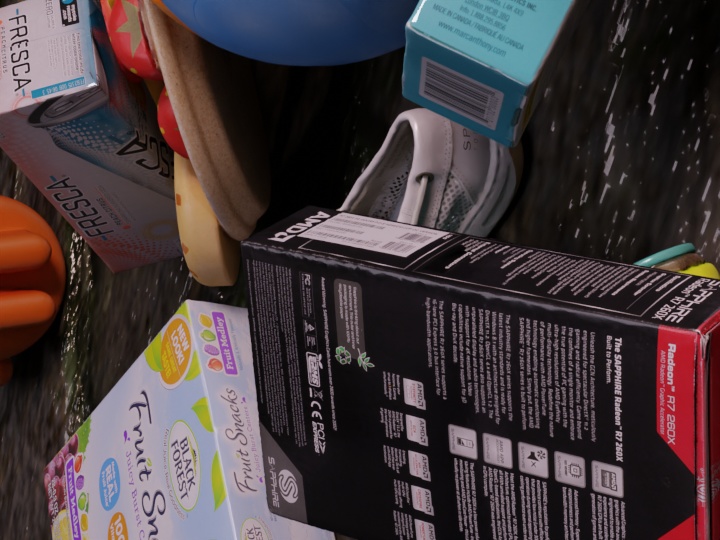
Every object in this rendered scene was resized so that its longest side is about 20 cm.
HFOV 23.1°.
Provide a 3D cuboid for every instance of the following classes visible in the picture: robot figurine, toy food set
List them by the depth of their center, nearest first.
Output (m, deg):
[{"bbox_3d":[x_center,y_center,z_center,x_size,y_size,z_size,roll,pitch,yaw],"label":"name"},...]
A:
[{"bbox_3d":[-0.092,-0.107,0.922,0.200,0.049,0.198,68,-171,-50],"label":"toy food set"},{"bbox_3d":[-0.279,0.002,1.217,0.117,0.144,0.200,-48,28,-18],"label":"robot figurine"}]

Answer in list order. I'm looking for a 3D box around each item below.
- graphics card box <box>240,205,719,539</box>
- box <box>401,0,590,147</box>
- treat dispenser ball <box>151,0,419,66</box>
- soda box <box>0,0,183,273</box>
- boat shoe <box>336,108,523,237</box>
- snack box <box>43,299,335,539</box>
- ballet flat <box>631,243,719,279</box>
[{"bbox_3d":[0.049,0.053,0.666,0.200,0.051,0.126,10,117,34],"label":"graphics card box"},{"bbox_3d":[0.080,-0.150,0.639,0.200,0.049,0.082,-63,-5,-10],"label":"box"},{"bbox_3d":[-0.023,-0.191,0.776,0.201,0.201,0.201,-14,73,55],"label":"treat dispenser ball"},{"bbox_3d":[-0.140,-0.070,0.953,0.068,0.200,0.064,-15,65,8],"label":"soda box"},{"bbox_3d":[0.000,0.000,0.829,0.200,0.069,0.071,-62,40,31],"label":"boat shoe"},{"bbox_3d":[-0.098,0.139,0.960,0.200,0.068,0.169,-46,48,41],"label":"snack box"},{"bbox_3d":[0.074,0.047,0.719,0.200,0.067,0.067,-25,86,51],"label":"ballet flat"}]
